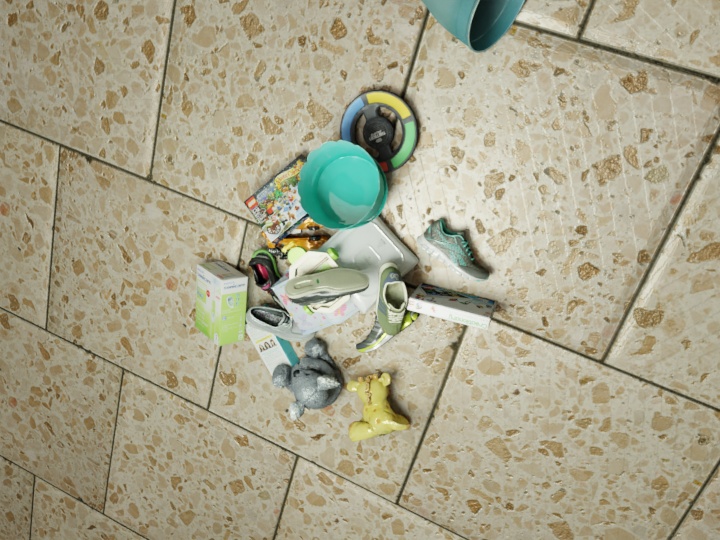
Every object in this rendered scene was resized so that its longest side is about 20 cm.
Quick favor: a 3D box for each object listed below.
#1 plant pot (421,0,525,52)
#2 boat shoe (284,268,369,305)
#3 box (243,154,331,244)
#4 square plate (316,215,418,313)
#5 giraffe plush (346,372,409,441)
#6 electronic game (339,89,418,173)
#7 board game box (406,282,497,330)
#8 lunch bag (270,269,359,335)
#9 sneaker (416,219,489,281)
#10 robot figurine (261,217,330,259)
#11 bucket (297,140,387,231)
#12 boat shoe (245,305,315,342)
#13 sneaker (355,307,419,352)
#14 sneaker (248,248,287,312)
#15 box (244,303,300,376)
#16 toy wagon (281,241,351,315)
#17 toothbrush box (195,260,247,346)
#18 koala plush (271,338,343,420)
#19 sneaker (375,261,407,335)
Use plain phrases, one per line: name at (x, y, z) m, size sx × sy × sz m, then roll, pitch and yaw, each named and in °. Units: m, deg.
plant pot at (0.217, -0.587, 1.206) m, size 0.188 × 0.200 × 0.200 m, roll 40°, pitch 116°, yaw 22°
boat shoe at (-0.075, 0.043, 1.384) m, size 0.200 × 0.072 × 0.068 m, roll -9°, pitch 139°, yaw 4°
box at (-0.185, -0.183, 1.506) m, size 0.200 × 0.038 × 0.137 m, roll -38°, pitch 78°, yaw 8°
square plate at (0.014, -0.029, 1.460) m, size 0.198 × 0.028 × 0.200 m, roll -44°, pitch 95°, yaw -6°
giraffe plush at (0.038, 0.364, 1.584) m, size 0.172 × 0.200 × 0.162 m, roll -12°, pitch 77°, yaw -7°
electronic game at (0.043, -0.335, 1.420) m, size 0.200 × 0.042 × 0.200 m, roll 6°, pitch 108°, yaw 18°
board game box at (0.226, 0.085, 1.435) m, size 0.200 × 0.126 × 0.035 m, roll 14°, pitch 110°, yaw 16°
lunch bag at (-0.105, 0.057, 1.532) m, size 0.200 × 0.127 × 0.170 m, roll -21°, pitch 109°, yaw 30°
sneaker at (0.237, -0.050, 1.420) m, size 0.200 × 0.078 × 0.091 m, roll 35°, pitch 111°, yaw 6°
robot figurine at (-0.170, -0.101, 1.562) m, size 0.200 × 0.058 × 0.145 m, roll 1°, pitch 106°, yaw 19°
bucket at (-0.037, -0.195, 1.381) m, size 0.207 × 0.135 × 0.207 m, roll 1°, pitch 93°, yaw 12°
boat shoe at (-0.218, 0.146, 1.614) m, size 0.201 × 0.070 × 0.072 m, roll 16°, pitch 155°, yaw -8°
sneaker at (0.061, 0.146, 1.553) m, size 0.200 × 0.074 × 0.081 m, roll -39°, pitch 84°, yaw 18°
sneaker at (-0.250, 0.039, 1.612) m, size 0.077 × 0.084 × 0.200 m, roll -20°, pitch 110°, yaw 33°
box at (-0.263, 0.203, 1.695) m, size 0.082 × 0.049 × 0.200 m, roll -26°, pitch 96°, yaw 25°
toy wagon at (-0.111, 0.009, 1.425) m, size 0.155 × 0.040 × 0.200 m, roll -39°, pitch 95°, yaw 16°
toothbrush box at (-0.398, 0.091, 1.662) m, size 0.146 × 0.086 × 0.200 m, roll 27°, pitch 116°, yaw 43°
koala plush at (-0.128, 0.312, 1.574) m, size 0.177 × 0.200 × 0.184 m, roll -39°, pitch 97°, yaw -1°
sneaker at (0.078, 0.086, 1.422) m, size 0.067 × 0.090 × 0.200 m, roll -8°, pitch 116°, yaw -9°
